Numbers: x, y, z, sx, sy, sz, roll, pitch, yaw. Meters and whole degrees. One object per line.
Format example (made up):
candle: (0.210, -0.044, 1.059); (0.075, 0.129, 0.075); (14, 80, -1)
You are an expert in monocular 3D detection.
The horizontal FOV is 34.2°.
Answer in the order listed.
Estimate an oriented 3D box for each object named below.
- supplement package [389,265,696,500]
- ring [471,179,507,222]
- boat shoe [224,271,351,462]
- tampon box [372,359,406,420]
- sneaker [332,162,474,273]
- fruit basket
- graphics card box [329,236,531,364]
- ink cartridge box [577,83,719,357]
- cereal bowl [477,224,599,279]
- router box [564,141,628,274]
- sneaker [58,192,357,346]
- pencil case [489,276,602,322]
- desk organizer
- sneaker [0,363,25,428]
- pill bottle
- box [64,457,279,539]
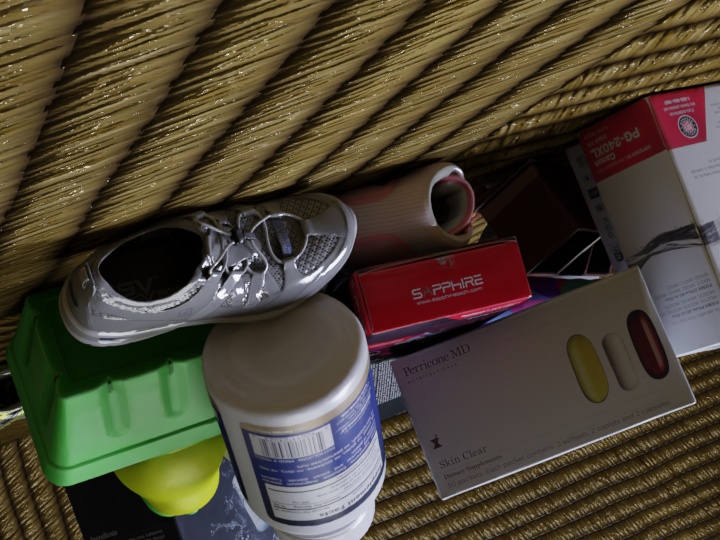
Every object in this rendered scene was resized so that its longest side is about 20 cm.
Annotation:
supplement package: (0.138, 0.089, 0.925); (0.200, 0.111, 0.156); (-22, 172, 2)
ring: (0.116, -0.035, 1.124); (0.200, 0.019, 0.200); (-29, 158, -13)
boat shoe: (-0.077, 0.065, 1.009); (0.200, 0.093, 0.075); (-50, -178, -26)
tampon box: (0.003, 0.070, 1.245); (0.150, 0.126, 0.200); (17, -161, 36)
sneaker: (0.049, -0.033, 0.902); (0.105, 0.075, 0.200); (-15, 172, 19)
fruit basket: (-0.157, 0.094, 0.908); (0.215, 0.156, 0.216); (-21, 151, -12)
graphics card box: (0.033, 0.032, 0.890); (0.125, 0.051, 0.200); (-13, 171, -19)
ink cartridge box: (0.280, -0.042, 0.944); (0.145, 0.200, 0.083); (-14, 172, -39)
cereal bowl: (0.171, 0.014, 1.272); (0.083, 0.200, 0.200); (5, 166, -21)
router box: (0.268, -0.027, 1.060); (0.049, 0.200, 0.179); (-24, 173, 26)
sneaker: (-0.087, -0.004, 0.738); (0.200, 0.075, 0.082); (-21, 169, -22)
pencil case: (0.137, 0.045, 1.074); (0.200, 0.088, 0.088); (1, 173, -3)
desk organizer: (0.196, -0.044, 1.084); (0.072, 0.077, 0.200); (-43, 158, 26)
sneaker: (-0.397, 0.138, 1.191); (0.200, 0.075, 0.076); (-29, 169, -9)
pill bottle: (-0.040, 0.117, 0.833); (0.111, 0.111, 0.200); (-18, 137, -9)
box: (-0.147, 0.238, 1.097); (0.117, 0.200, 0.197); (-23, 177, 30)
